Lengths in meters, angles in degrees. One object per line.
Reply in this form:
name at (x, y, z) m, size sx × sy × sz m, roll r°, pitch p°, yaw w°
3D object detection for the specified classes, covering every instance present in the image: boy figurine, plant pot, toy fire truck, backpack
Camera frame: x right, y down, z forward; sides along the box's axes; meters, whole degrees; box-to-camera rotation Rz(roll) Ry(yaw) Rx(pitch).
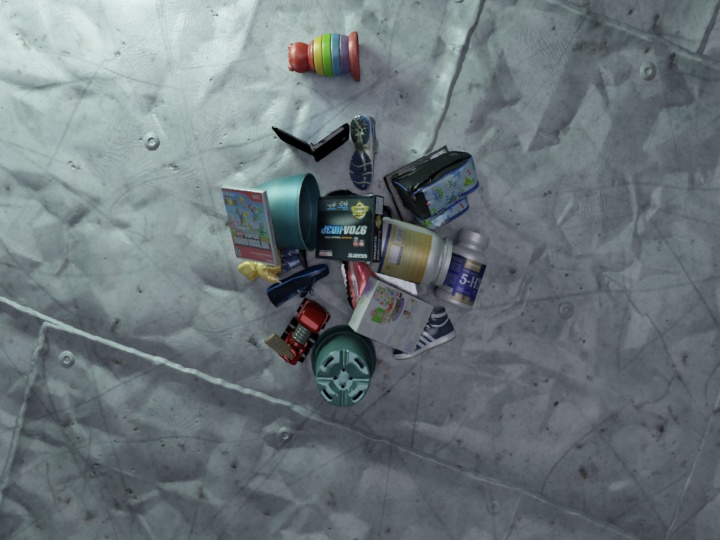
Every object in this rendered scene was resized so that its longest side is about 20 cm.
boy figurine at (-0.247, -0.015, 1.492) m, size 0.193 × 0.065 × 0.128 m, roll -17°, pitch 62°, yaw 2°
plant pot at (-0.218, -0.156, 1.432) m, size 0.180 × 0.200 × 0.209 m, roll 1°, pitch 95°, yaw 13°
plant pot at (-0.046, 0.272, 1.462) m, size 0.192 × 0.196 × 0.209 m, roll 0°, pitch 95°, yaw -2°
toy fire truck at (-0.176, 0.171, 1.448) m, size 0.127 × 0.200 × 0.179 m, roll 33°, pitch 94°, yaw -4°
backpack at (0.209, -0.215, 1.387) m, size 0.196 × 0.183 × 0.150 m, roll -30°, pitch 116°, yaw -4°

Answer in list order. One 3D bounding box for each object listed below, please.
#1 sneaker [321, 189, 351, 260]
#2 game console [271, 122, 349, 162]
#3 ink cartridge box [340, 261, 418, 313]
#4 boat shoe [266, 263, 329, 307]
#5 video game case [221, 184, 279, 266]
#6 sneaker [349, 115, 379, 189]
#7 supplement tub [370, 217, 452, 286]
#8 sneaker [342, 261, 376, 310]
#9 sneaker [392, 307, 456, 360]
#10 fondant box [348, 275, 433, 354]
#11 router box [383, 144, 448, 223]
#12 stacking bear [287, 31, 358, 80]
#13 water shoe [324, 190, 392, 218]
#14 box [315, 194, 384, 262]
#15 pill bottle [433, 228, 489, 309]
sneaker at (-0.082, -0.138, 1.490) m, size 0.111 × 0.073 × 0.202 m, roll 38°, pitch 79°, yaw -1°
game console at (-0.125, -0.364, 1.404) m, size 0.173 × 0.200 × 0.118 m, roll -34°, pitch 96°, yaw 2°
ink cartridge box at (0.051, 0.022, 1.499) m, size 0.193 × 0.084 × 0.150 m, roll -15°, pitch 94°, yaw -1°
boat shoe at (-0.171, 0.043, 1.509) m, size 0.194 × 0.084 × 0.070 m, roll -22°, pitch 103°, yaw 17°
video game case at (-0.285, -0.115, 1.373) m, size 0.138 × 0.017 × 0.207 m, roll 11°, pitch 122°, yaw 27°
sneaker at (0.020, -0.328, 1.474) m, size 0.075 × 0.085 × 0.207 m, roll 16°, pitch 119°, yaw 26°
supplement tub at (0.131, -0.045, 1.382) m, size 0.193 × 0.144 × 0.150 m, roll 15°, pitch 94°, yaw -1°
sneaker at (0.000, 0.000, 1.430) m, size 0.083 × 0.074 × 0.208 m, roll -8°, pitch 98°, yaw -13°
sneaker at (0.170, 0.174, 1.521) m, size 0.194 × 0.070 × 0.112 m, roll -21°, pitch 98°, yaw -5°
fondant box at (0.083, 0.121, 1.420) m, size 0.196 × 0.058 × 0.148 m, roll 24°, pitch 94°, yaw -28°
router box at (0.180, -0.239, 1.496) m, size 0.195 × 0.051 × 0.153 m, roll -25°, pitch 97°, yaw 1°
stacking bear at (-0.101, -0.581, 1.438) m, size 0.192 × 0.114 × 0.127 m, roll -2°, pitch 95°, yaw 4°
water shoe at (-0.004, -0.178, 1.430) m, size 0.193 × 0.079 × 0.074 m, roll 14°, pitch 78°, yaw -7°
box at (-0.030, -0.107, 1.346) m, size 0.195 × 0.045 × 0.166 m, roll 5°, pitch 93°, yaw 40°
pill bottle at (0.289, -0.006, 1.485) m, size 0.116 × 0.120 × 0.207 m, roll 18°, pitch 94°, yaw -3°
